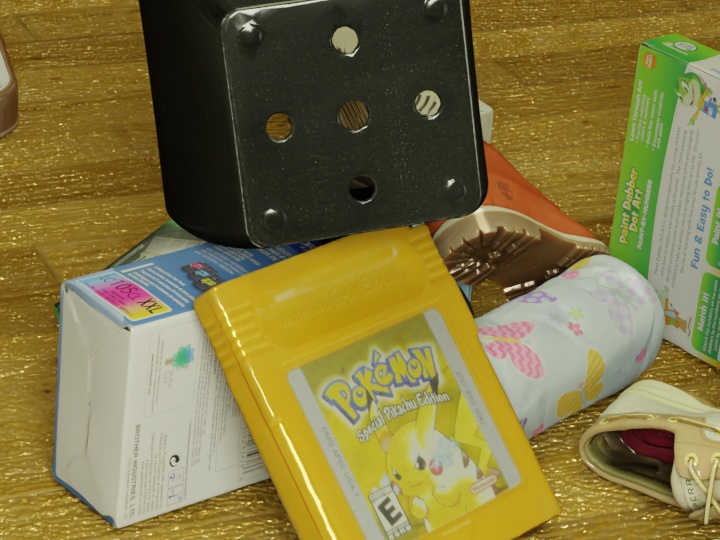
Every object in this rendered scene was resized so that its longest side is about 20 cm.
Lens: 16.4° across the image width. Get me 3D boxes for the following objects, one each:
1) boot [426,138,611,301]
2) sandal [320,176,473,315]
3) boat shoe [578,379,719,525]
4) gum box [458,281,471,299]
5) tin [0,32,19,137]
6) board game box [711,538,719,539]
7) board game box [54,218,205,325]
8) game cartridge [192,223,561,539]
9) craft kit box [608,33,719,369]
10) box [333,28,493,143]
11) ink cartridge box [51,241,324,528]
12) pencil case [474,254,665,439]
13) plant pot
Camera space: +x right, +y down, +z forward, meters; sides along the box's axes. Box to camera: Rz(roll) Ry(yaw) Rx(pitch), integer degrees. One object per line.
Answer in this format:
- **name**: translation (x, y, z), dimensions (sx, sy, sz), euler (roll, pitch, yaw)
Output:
- **boot**: translation (0.100, -0.039, 1.673), dimensions (0.200, 0.075, 0.108), euler (25, 35, -56)
- **sandal**: translation (0.000, 0.000, 1.603), dimensions (0.081, 0.200, 0.055), euler (-13, 41, 35)
- **boat shoe**: translation (0.210, 0.119, 1.481), dimensions (0.066, 0.075, 0.199), euler (-29, 22, -29)
- **gum box**: translation (-0.015, -0.033, 1.766), dimensions (0.198, 0.045, 0.170), euler (8, 26, 3)
- **tin**: translation (-0.330, -0.155, 1.981), dimensions (0.111, 0.042, 0.200), euler (2, 26, -17)
- **board game box**: translation (0.273, 0.177, 1.437), dimensions (0.199, 0.030, 0.096), euler (-6, 28, -28)
- **board game box**: translation (-0.093, 0.003, 1.636), dimensions (0.104, 0.024, 0.200), euler (34, 53, 26)
- **game cartridge**: translation (0.013, 0.079, 1.426), dimensions (0.176, 0.201, 0.032), euler (-22, -4, -43)
- **craft kit box**: translation (0.255, -0.030, 1.655), dimensions (0.197, 0.202, 0.048), euler (28, 33, 37)
- **box**: translation (0.020, -0.122, 1.932), dimensions (0.068, 0.083, 0.200), euler (-12, 30, -29)
- **ink cartridge box**: translation (-0.079, 0.056, 1.485), dimensions (0.199, 0.137, 0.076), euler (-14, 34, -36)
- **pencil case**: translation (0.108, 0.054, 1.585), dimensions (0.090, 0.084, 0.199), euler (35, 38, 26)
- **plant pot**: translation (-0.018, -0.109, 1.438), dimensions (0.198, 0.202, 0.178), euler (-9, 20, -7)
